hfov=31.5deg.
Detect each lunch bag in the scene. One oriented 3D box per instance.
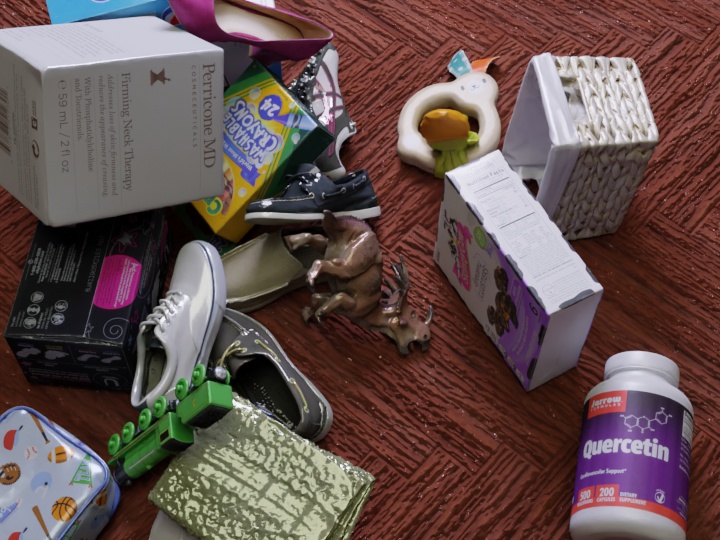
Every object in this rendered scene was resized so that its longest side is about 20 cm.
[{"bbox_3d":[-0.348,0.240,1.277,0.160,0.076,0.200,30,66,19],"label":"lunch bag"}]

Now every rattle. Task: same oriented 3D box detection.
[{"bbox_3d":[0.115,-0.221,1.521,0.130,0.143,0.200,17,65,31],"label":"rattle"}]

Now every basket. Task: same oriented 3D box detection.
[{"bbox_3d":[0.242,-0.133,1.431,0.123,0.200,0.136,-4,59,-8],"label":"basket"}]

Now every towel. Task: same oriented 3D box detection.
[{"bbox_3d":[-0.099,0.223,1.270,0.200,0.036,0.149,28,76,16],"label":"towel"}]

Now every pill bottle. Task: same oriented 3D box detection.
[{"bbox_3d":[0.275,0.186,1.285,0.112,0.113,0.200,9,59,6],"label":"pill bottle"}]

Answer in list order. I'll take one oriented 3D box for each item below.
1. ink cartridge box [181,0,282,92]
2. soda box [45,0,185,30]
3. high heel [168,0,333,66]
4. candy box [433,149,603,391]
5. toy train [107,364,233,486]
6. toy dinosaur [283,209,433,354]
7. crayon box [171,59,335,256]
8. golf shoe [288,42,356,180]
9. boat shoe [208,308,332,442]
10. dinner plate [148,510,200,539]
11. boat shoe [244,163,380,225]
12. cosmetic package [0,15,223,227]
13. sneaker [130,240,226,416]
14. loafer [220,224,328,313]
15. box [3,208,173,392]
[{"bbox_3d":[-0.199,-0.269,1.541,0.199,0.147,0.086,-10,61,-5],"label":"ink cartridge box"},{"bbox_3d":[-0.250,-0.304,1.439,0.200,0.064,0.068,-16,61,-8],"label":"soda box"},{"bbox_3d":[-0.120,-0.277,1.396,0.096,0.200,0.068,-14,64,32],"label":"high heel"},{"bbox_3d":[0.162,0.001,1.364,0.071,0.168,0.200,-25,61,-16],"label":"candy box"},{"bbox_3d":[-0.192,0.158,1.276,0.042,0.200,0.057,17,48,-37],"label":"toy train"},{"bbox_3d":[0.000,0.000,1.380,0.135,0.200,0.086,-20,31,-13],"label":"toy dinosaur"},{"bbox_3d":[-0.141,-0.123,1.453,0.200,0.052,0.126,-47,62,9],"label":"crayon box"},{"bbox_3d":[-0.049,-0.190,1.549,0.088,0.077,0.200,25,54,-17],"label":"golf shoe"},{"bbox_3d":[-0.114,0.105,1.355,0.202,0.060,0.072,41,98,22],"label":"boat shoe"},{"bbox_3d":[-0.116,0.278,1.284,0.200,0.024,0.201,0,60,1],"label":"dinner plate"},{"bbox_3d":[-0.053,-0.086,1.418,0.199,0.074,0.066,-6,93,-44],"label":"boat shoe"},{"bbox_3d":[-0.268,-0.163,1.339,0.200,0.168,0.166,-14,28,-32],"label":"cosmetic package"},{"bbox_3d":[-0.193,0.060,1.340,0.073,0.071,0.200,-6,70,37],"label":"sneaker"},{"bbox_3d":[-0.094,-0.012,1.431,0.200,0.068,0.076,-19,61,-11],"label":"loafer"},{"bbox_3d":[-0.291,0.018,1.388,0.132,0.115,0.200,5,58,4],"label":"box"}]
